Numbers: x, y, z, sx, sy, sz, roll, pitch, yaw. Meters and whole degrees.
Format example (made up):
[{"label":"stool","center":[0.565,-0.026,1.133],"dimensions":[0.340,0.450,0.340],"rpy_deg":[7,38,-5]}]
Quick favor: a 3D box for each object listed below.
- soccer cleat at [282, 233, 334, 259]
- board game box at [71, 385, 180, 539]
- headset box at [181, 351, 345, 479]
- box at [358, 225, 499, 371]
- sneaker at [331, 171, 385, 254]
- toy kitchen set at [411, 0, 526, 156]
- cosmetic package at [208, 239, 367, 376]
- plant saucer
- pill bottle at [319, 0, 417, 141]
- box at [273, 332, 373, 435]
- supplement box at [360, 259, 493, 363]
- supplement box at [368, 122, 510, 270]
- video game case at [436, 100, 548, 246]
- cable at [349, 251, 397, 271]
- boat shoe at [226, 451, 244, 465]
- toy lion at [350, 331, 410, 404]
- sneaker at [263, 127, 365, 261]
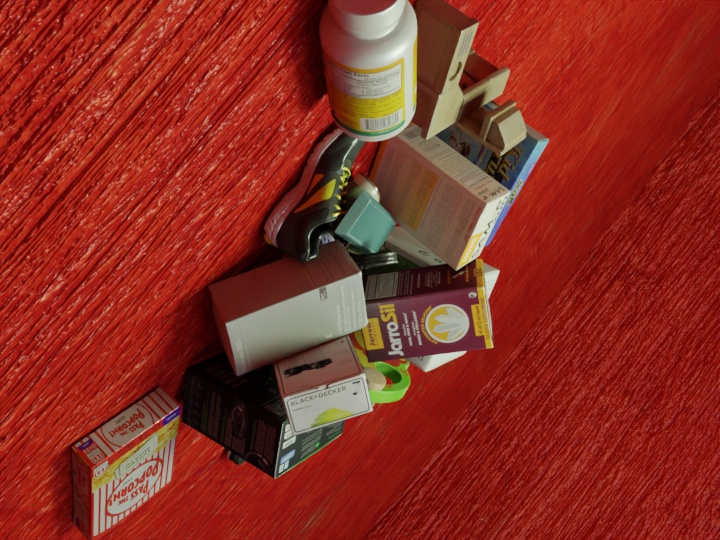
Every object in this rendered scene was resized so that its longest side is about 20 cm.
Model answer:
[{"label":"soccer cleat","center":[-0.099,0.025,1.250],"dimensions":[0.202,0.076,0.066],"rpy_deg":[-60,158,18]},{"label":"board game box","center":[-0.329,0.273,1.206],"dimensions":[0.151,0.046,0.202],"rpy_deg":[-35,154,-39]},{"label":"headset box","center":[-0.143,0.191,1.270],"dimensions":[0.173,0.197,0.095],"rpy_deg":[-22,129,-54]},{"label":"box","center":[0.101,0.041,1.495],"dimensions":[0.199,0.197,0.174],"rpy_deg":[-11,126,-62]},{"label":"sneaker","center":[-0.016,-0.062,1.314],"dimensions":[0.089,0.067,0.201],"rpy_deg":[-39,155,-16]},{"label":"toy kitchen set","center":[0.174,-0.283,1.210],"dimensions":[0.199,0.162,0.182],"rpy_deg":[-35,154,-38]},{"label":"cosmetic package","center":[-0.098,0.049,1.166],"dimensions":[0.197,0.090,0.108],"rpy_deg":[-23,135,-16]},{"label":"plant saucer","center":[0.012,-0.062,1.217],"dimensions":[0.071,0.019,0.200],"rpy_deg":[-56,165,2]},{"label":"pill bottle","center":[0.010,-0.250,0.984],"dimensions":[0.113,0.112,0.201],"rpy_deg":[-45,159,-17]},{"label":"box","center":[-0.061,0.134,1.190],"dimensions":[0.114,0.200,0.061],"rpy_deg":[-16,115,-7]},{"label":"supplement box","center":[0.098,0.062,1.316],"dimensions":[0.086,0.195,0.112],"rpy_deg":[-80,159,-60]},{"label":"supplement box","center":[0.110,-0.116,1.294],"dimensions":[0.073,0.199,0.127],"rpy_deg":[-28,150,-45]},{"label":"video game case","center":[0.173,-0.169,1.367],"dimensions":[0.045,0.180,0.202],"rpy_deg":[-18,141,-55]},{"label":"cable","center":[0.000,0.000,1.296],"dimensions":[0.096,0.198,0.052],"rpy_deg":[3,88,-39]},{"label":"boat shoe","center":[-0.158,0.280,1.568],"dimensions":[0.201,0.063,0.074],"rpy_deg":[-43,160,-21]},{"label":"toy lion","center":[0.024,0.163,1.587],"dimensions":[0.189,0.200,0.070],"rpy_deg":[2,125,-42]},{"label":"sneaker","center":[-0.043,-0.100,1.155],"dimensions":[0.202,0.084,0.074],"rpy_deg":[-55,160,6]}]
